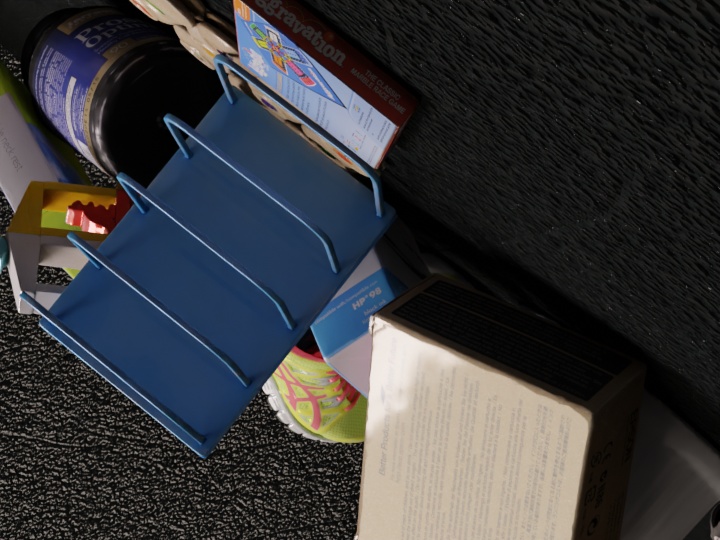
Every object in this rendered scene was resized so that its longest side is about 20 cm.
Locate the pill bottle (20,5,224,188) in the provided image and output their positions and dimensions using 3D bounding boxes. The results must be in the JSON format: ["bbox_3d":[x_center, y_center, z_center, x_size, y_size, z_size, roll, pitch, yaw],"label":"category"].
[{"bbox_3d":[-0.180,-0.134,1.419,0.112,0.112,0.200,41,175,-35],"label":"pill bottle"}]

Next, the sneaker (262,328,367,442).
[{"bbox_3d":[-0.029,0.066,1.416,0.090,0.078,0.200,-3,143,40],"label":"sneaker"}]

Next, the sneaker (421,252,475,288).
[{"bbox_3d":[0.019,0.029,1.473,0.200,0.105,0.076,36,172,42],"label":"sneaker"}]

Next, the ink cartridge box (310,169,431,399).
[{"bbox_3d":[0.000,0.000,1.342,0.116,0.067,0.200,43,-162,-46],"label":"ink cartridge box"}]

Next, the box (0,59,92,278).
[{"bbox_3d":[-0.239,-0.068,1.454,0.200,0.048,0.122,57,-178,35],"label":"box"}]

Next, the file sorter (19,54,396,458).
[{"bbox_3d":[-0.094,-0.011,1.174,0.139,0.200,0.123,37,173,10],"label":"file sorter"}]

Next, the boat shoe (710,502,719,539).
[{"bbox_3d":[0.235,0.137,1.097,0.057,0.067,0.200,54,173,7],"label":"boat shoe"}]

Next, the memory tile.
[{"bbox_3d":[-0.073,-0.126,1.215,0.200,0.017,0.153,40,176,-16],"label":"memory tile"}]

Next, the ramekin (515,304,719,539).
[{"bbox_3d":[0.159,0.123,1.341,0.200,0.098,0.200,38,176,3],"label":"ramekin"}]

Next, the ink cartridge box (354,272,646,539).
[{"bbox_3d":[0.085,0.124,1.220,0.164,0.075,0.201,25,128,29],"label":"ink cartridge box"}]

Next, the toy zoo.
[{"bbox_3d":[-0.160,-0.011,1.299,0.199,0.021,0.132,7,-145,-10],"label":"toy zoo"}]

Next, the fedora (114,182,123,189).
[{"bbox_3d":[-0.148,-0.020,1.529,0.200,0.082,0.201,42,174,5],"label":"fedora"}]

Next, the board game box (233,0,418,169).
[{"bbox_3d":[-0.021,-0.101,1.002,0.103,0.019,0.200,37,176,-1],"label":"board game box"}]
